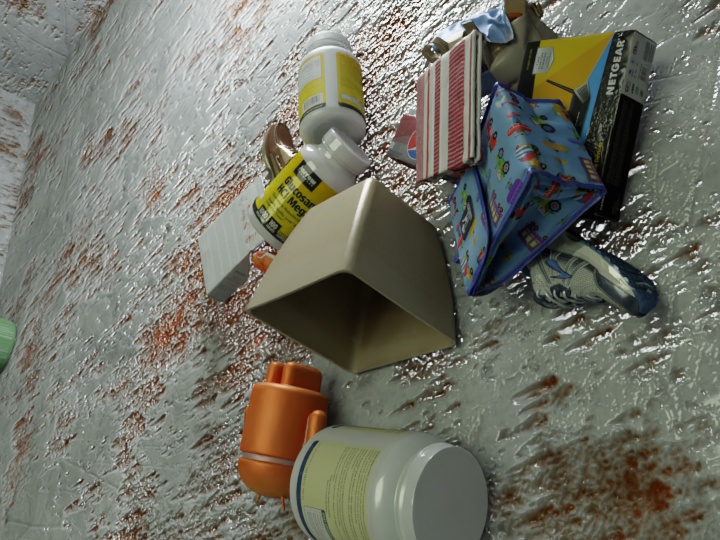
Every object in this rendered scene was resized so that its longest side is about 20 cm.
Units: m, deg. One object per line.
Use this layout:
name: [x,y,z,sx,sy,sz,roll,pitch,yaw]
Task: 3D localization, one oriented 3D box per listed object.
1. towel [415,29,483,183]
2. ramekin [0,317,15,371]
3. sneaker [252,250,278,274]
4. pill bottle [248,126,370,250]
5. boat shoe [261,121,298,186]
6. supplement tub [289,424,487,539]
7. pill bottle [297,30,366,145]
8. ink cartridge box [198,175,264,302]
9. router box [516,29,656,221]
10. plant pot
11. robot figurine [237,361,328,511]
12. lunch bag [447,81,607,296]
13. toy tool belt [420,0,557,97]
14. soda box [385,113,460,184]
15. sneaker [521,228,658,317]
towel: [0.104,-0.186,0.850,0.200,0.023,0.145,-178,88,-77]
ramekin: [-1.212,0.243,2.329,0.200,0.097,0.201,-26,54,41]
sneaker: [-0.129,0.009,1.185,0.200,0.073,0.078,19,101,56]
pill bottle: [-0.080,-0.130,1.152,0.200,0.112,0.113,-46,43,17]
boat shoe: [-0.126,-0.185,1.279,0.072,0.076,0.201,-28,62,34]
supplement tub: [0.029,0.255,0.814,0.199,0.145,0.146,-8,66,48]
pill bottle: [-0.050,-0.306,1.209,0.112,0.112,0.201,-30,51,38]
ink cartridge box: [-0.229,-0.061,1.362,0.200,0.047,0.161,-40,45,23]
router box: [0.242,-0.163,0.819,0.149,0.051,0.201,14,93,52]
plant pot: [0.000,0.000,0.947,0.199,0.200,0.178,-22,45,42]
robot figurine: [-0.111,0.234,1.016,0.143,0.117,0.201,7,74,10]
lunch bag: [0.159,-0.077,0.796,0.200,0.094,0.151,119,153,-42]
toy tool belt: [0.148,-0.295,0.934,0.199,0.123,0.125,-15,40,35]
soda box: [0.123,-0.158,0.970,0.200,0.063,0.070,32,99,51]
sneaker: [0.232,0.011,0.760,0.085,0.077,0.200,-63,28,13]
